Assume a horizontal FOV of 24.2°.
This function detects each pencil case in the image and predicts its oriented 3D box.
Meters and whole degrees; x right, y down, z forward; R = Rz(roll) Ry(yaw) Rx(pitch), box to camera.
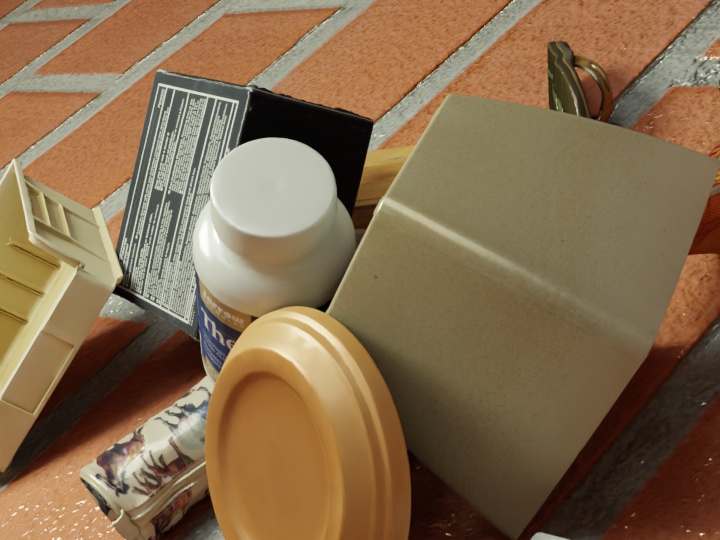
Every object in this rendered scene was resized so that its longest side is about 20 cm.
[{"bbox_3d":[-0.113,0.125,1.240,0.200,0.078,0.089,-37,15,-22],"label":"pencil case"}]

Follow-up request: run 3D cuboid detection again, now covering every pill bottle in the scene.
[{"bbox_3d":[-0.059,0.005,1.150,0.110,0.201,0.112,1,55,-1],"label":"pill bottle"}]

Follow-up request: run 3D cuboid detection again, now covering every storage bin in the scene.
[{"bbox_3d":[-0.301,0.040,1.444,0.201,0.093,0.199,-57,24,11],"label":"storage bin"}]

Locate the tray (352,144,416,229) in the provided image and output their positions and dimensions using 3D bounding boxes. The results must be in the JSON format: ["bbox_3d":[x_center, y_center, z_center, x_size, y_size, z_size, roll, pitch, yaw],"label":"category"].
[{"bbox_3d":[0.021,-0.074,1.526,0.199,0.037,0.099,-6,32,36],"label":"tray"}]

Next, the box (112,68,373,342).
[{"bbox_3d":[-0.102,-0.051,1.381,0.122,0.202,0.198,11,5,-31],"label":"box"}]

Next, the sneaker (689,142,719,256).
[{"bbox_3d":[0.242,-0.034,1.198,0.199,0.078,0.073,-24,23,-25],"label":"sneaker"}]

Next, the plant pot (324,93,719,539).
[{"bbox_3d":[0.088,0.007,1.062,0.200,0.176,0.200,-57,-4,-47],"label":"plant pot"}]

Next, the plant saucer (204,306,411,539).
[{"bbox_3d":[-0.043,0.124,1.052,0.037,0.202,0.199,-7,12,-36],"label":"plant saucer"}]

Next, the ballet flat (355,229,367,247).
[{"bbox_3d":[0.000,0.000,1.387,0.199,0.070,0.069,2,38,38],"label":"ballet flat"}]

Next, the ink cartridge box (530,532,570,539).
[{"bbox_3d":[0.109,0.234,0.886,0.173,0.044,0.200,4,40,48],"label":"ink cartridge box"}]

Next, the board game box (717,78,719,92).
[{"bbox_3d":[0.402,-0.162,1.351,0.135,0.028,0.200,-35,28,-16],"label":"board game box"}]

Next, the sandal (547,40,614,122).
[{"bbox_3d":[0.196,-0.151,1.487,0.054,0.082,0.200,0,22,2],"label":"sandal"}]
